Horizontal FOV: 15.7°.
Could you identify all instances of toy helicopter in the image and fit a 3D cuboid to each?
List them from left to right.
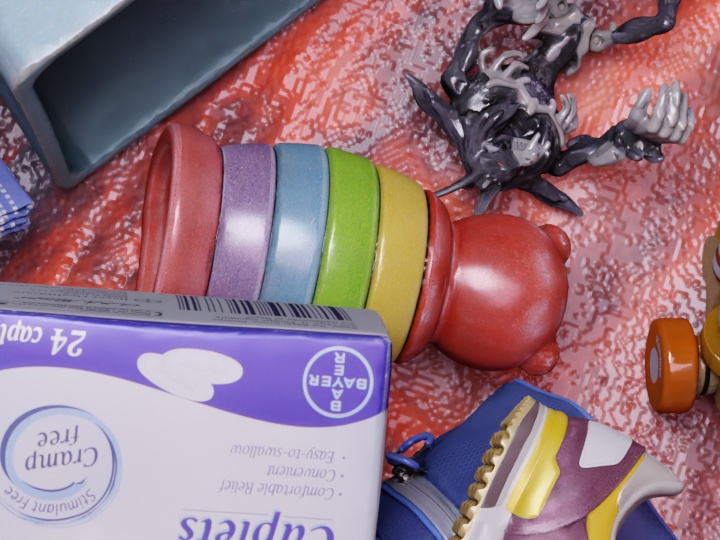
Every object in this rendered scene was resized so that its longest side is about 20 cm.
[{"bbox_3d":[0.186,-0.023,1.235,0.079,0.132,0.201,1,86,-6],"label":"toy helicopter"}]

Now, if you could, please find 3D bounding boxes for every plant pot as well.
[{"bbox_3d":[-0.127,-0.191,1.192,0.196,0.196,0.200,-37,80,-7],"label":"plant pot"}]

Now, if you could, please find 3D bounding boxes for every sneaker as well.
[{"bbox_3d":[0.066,0.158,1.089,0.090,0.075,0.201,23,88,1],"label":"sneaker"}]

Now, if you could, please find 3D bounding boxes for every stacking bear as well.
[{"bbox_3d":[0.000,0.000,1.223,0.199,0.114,0.122,9,69,-11],"label":"stacking bear"}]

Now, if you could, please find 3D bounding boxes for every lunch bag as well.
[{"bbox_3d":[0.079,0.153,1.200,0.132,0.136,0.200,-39,101,-7],"label":"lunch bag"}]

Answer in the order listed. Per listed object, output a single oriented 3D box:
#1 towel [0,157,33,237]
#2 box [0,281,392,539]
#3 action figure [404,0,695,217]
[{"bbox_3d":[-0.266,-0.040,1.182,0.200,0.024,0.145,-24,64,-34],"label":"towel"},{"bbox_3d":[-0.086,0.113,1.119,0.183,0.105,0.201,4,96,-6],"label":"box"},{"bbox_3d":[0.101,-0.104,1.249,0.119,0.102,0.200,35,82,-15],"label":"action figure"}]
